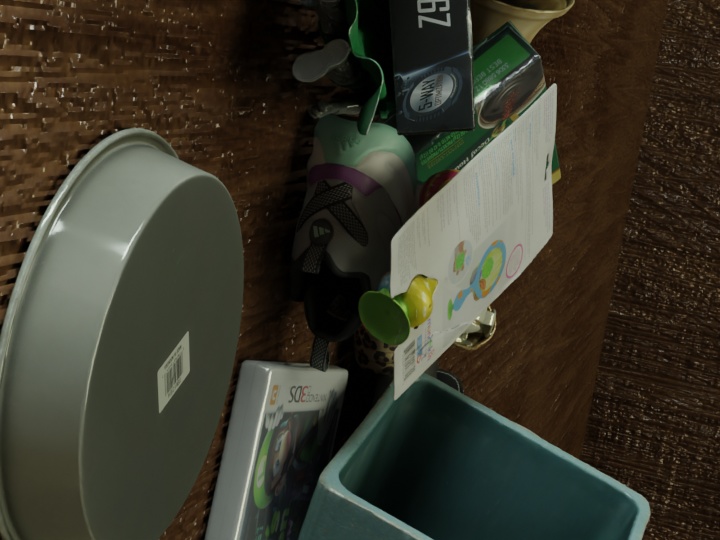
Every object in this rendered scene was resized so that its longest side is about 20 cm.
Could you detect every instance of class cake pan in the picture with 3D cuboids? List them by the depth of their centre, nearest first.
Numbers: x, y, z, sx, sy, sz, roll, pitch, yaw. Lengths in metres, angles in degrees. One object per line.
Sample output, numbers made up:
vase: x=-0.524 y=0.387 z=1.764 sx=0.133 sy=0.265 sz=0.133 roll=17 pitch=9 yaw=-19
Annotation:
cake pan: x=-0.100 y=0.039 z=0.686 sx=0.200 sy=0.036 sz=0.202 roll=12 pitch=90 yaw=-76

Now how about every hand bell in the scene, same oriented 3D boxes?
hand bell: x=0.084 y=-0.135 z=1.200 sx=0.104 sy=0.104 sz=0.201 roll=-54 pitch=165 yaw=-57

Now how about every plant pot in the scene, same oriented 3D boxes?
plant pot: x=0.050 y=0.222 z=1.019 sx=0.201 sy=0.195 sz=0.196 roll=-65 pitch=171 yaw=24

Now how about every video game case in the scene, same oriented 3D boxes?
video game case: x=-0.057 y=0.157 z=0.966 sx=0.182 sy=0.023 sz=0.201 roll=17 pitch=85 yaw=-75

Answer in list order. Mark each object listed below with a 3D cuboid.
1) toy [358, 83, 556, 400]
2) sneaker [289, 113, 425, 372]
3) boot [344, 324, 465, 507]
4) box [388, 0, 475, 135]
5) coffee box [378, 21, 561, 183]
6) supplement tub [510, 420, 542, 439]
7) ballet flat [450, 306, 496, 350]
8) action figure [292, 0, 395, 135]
toy: x=0.058 y=-0.025 z=0.944 sx=0.200 sy=0.047 sz=0.116 roll=-47 pitch=144 yaw=-44
sneaker: x=0.000 y=0.000 z=0.977 sx=0.200 sy=0.077 sz=0.141 roll=42 pitch=62 yaw=-63
boot: x=0.039 y=0.081 z=1.178 sx=0.200 sy=0.073 sz=0.151 roll=-38 pitch=138 yaw=-56
box: x=0.041 y=-0.168 z=0.891 sx=0.200 sy=0.043 sz=0.161 roll=-74 pitch=160 yaw=-78
coffee box: x=0.087 y=-0.089 z=1.154 sx=0.123 sy=0.044 sz=0.200 roll=-37 pitch=156 yaw=-6
supplement tub: x=0.094 y=0.241 z=1.371 sx=0.141 sy=0.139 sz=0.201 roll=83 pitch=23 yaw=-51
ballet flat: x=0.080 y=0.029 z=1.300 sx=0.200 sy=0.065 sz=0.071 roll=25 pitch=77 yaw=-75
action figure: x=-0.005 y=-0.123 z=0.861 sx=0.200 sy=0.054 sz=0.119 roll=1 pitch=82 yaw=-82
